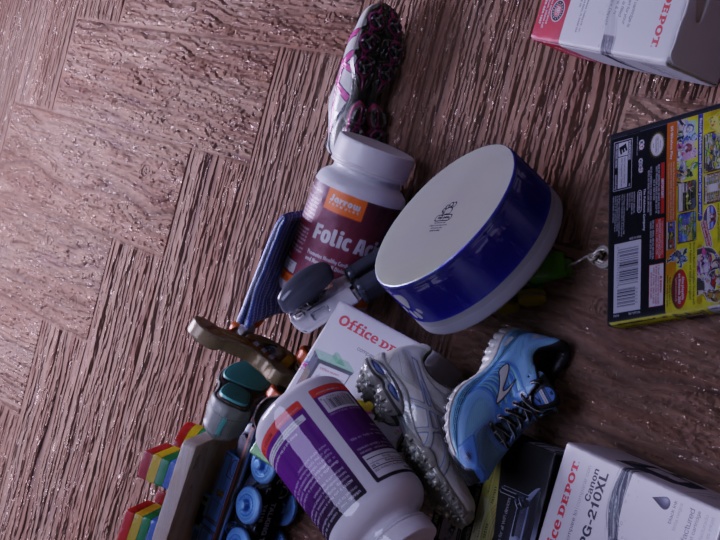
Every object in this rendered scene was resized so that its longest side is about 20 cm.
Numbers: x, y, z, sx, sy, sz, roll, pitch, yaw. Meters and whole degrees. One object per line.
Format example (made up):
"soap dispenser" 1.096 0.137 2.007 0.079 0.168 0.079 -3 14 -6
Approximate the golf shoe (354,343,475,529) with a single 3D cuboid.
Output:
"golf shoe" 0.081 0.164 1.543 0.200 0.097 0.078 60 160 11

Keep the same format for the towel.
"towel" -0.094 -0.005 1.835 0.024 0.200 0.145 23 98 8

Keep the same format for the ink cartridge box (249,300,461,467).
"ink cartridge box" -0.004 0.155 1.648 0.145 0.084 0.200 28 83 27

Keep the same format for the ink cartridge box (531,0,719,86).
"ink cartridge box" 0.282 -0.275 1.489 0.200 0.084 0.145 25 99 53

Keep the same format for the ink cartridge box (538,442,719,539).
"ink cartridge box" 0.260 0.257 1.362 0.200 0.084 0.145 20 95 52

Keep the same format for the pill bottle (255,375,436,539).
"pill bottle" -0.012 0.211 1.522 0.200 0.112 0.113 50 120 27

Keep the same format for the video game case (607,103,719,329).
"video game case" 0.313 -0.053 1.435 0.180 0.025 0.201 -14 68 50

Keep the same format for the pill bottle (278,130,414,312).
"pill bottle" -0.014 -0.056 1.778 0.114 0.114 0.201 33 107 51

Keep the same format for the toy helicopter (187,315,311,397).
"toy helicopter" -0.138 0.091 1.825 0.079 0.200 0.132 -51 48 11

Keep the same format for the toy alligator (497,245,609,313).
"toy alligator" 0.176 0.002 1.568 0.200 0.054 0.060 -20 65 48

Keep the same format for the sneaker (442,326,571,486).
"sneaker" 0.150 0.129 1.493 0.090 0.079 0.200 -3 41 38

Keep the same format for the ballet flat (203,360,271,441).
"ballet flat" -0.157 0.163 1.863 0.200 0.067 0.064 -54 -11 -78

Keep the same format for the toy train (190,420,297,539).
"toy train" -0.135 0.278 1.852 0.114 0.086 0.201 25 100 45

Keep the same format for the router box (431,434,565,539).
"router box" 0.142 0.267 1.536 0.157 0.052 0.201 16 92 53

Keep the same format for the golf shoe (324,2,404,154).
"golf shoe" -0.005 -0.234 1.854 0.092 0.072 0.201 13 90 54

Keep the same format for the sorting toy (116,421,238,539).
"sorting toy" -0.232 0.288 1.890 0.069 0.199 0.201 20 97 13

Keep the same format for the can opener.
"can opener" 0.000 0.000 1.701 0.200 0.067 0.053 -32 43 -4

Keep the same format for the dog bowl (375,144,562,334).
"dog bowl" 0.112 -0.034 1.569 0.200 0.079 0.200 -38 24 20

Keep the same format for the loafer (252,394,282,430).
"loafer" -0.050 0.192 1.742 0.199 0.071 0.073 22 76 31
